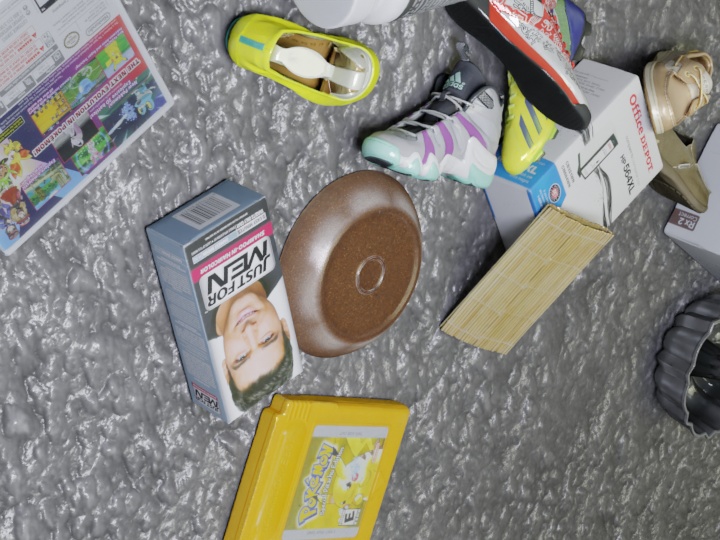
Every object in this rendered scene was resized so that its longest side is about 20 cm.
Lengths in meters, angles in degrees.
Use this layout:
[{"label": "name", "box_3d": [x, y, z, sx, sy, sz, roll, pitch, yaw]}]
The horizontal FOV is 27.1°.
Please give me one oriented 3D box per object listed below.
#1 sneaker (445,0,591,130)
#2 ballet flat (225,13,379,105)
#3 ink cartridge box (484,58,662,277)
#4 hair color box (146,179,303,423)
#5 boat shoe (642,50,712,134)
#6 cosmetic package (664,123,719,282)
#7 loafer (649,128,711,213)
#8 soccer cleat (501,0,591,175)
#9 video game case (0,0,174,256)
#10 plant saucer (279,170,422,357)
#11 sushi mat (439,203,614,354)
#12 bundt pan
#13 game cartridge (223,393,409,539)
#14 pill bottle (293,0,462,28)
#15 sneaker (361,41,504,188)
[{"label": "sneaker", "box_3d": [0.185, -0.245, 1.515, 0.201, 0.067, 0.108, 43, 69, -14]}, {"label": "ballet flat", "box_3d": [-0.036, -0.186, 1.361, 0.199, 0.067, 0.067, 10, 100, -48]}, {"label": "ink cartridge box", "box_3d": [0.238, -0.115, 1.668, 0.200, 0.084, 0.146, -45, 135, -20]}, {"label": "hair color box", "box_3d": [-0.122, 0.030, 1.378, 0.099, 0.060, 0.201, -34, 131, -31]}, {"label": "boat shoe", "box_3d": [0.368, -0.213, 1.707, 0.200, 0.069, 0.074, -57, 134, -59]}, {"label": "cosmetic package", "box_3d": [0.533, -0.062, 1.941, 0.200, 0.164, 0.166, 31, 85, -50]}, {"label": "loafer", "box_3d": [0.381, -0.134, 1.816, 0.068, 0.076, 0.200, -56, 139, -1]}, {"label": "soccer cleat", "box_3d": [0.178, -0.199, 1.576, 0.083, 0.065, 0.201, 25, 78, -24]}, {"label": "video game case", "box_3d": [-0.257, -0.141, 1.186, 0.200, 0.023, 0.183, -46, 135, -22]}, {"label": "plant saucer", "box_3d": [0.000, 0.000, 1.512, 0.200, 0.037, 0.201, -21, 122, -38]}, {"label": "sushi mat", "box_3d": [0.180, 0.013, 1.634, 0.095, 0.012, 0.200, 22, 123, -30]}, {"label": "bundt pan", "box_3d": [0.471, 0.121, 2.030, 0.201, 0.076, 0.203, -23, 124, -38]}, {"label": "game cartridge", "box_3d": [-0.044, 0.219, 1.573, 0.199, 0.032, 0.177, 7, 103, -49]}, {"label": "pill bottle", "box_3d": [0.037, -0.288, 1.353, 0.199, 0.114, 0.115, -23, 124, -38]}, {"label": "sneaker", "box_3d": [0.080, -0.162, 1.495, 0.200, 0.077, 0.141, 1, 106, -56]}]
